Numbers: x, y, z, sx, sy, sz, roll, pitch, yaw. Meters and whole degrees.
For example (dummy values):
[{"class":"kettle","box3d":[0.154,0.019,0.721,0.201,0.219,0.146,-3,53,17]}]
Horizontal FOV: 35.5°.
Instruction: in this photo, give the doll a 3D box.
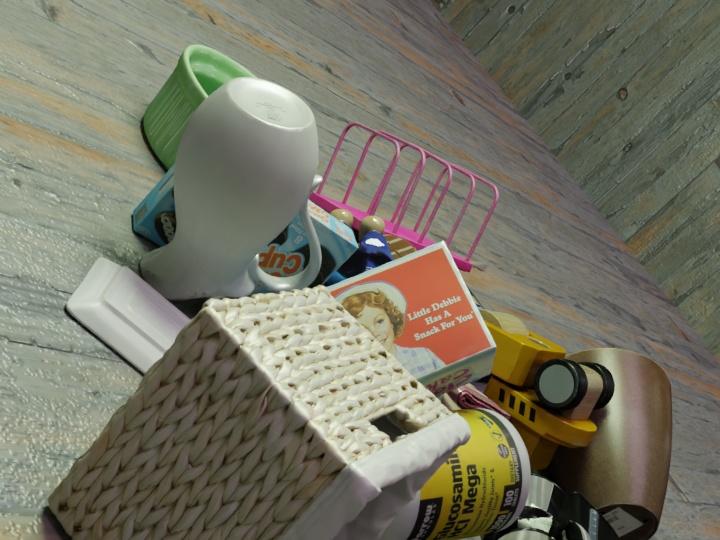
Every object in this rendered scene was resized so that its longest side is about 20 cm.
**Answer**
[{"class":"doll","box3d":[0.000,0.000,1.224,0.135,0.049,0.201,11,27,-15]}]

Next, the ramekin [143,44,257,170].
[{"class":"ramekin","box3d":[-0.153,-0.153,1.291,0.200,0.098,0.200,39,20,-17]}]

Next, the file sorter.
[{"class":"file sorter","box3d":[0.063,-0.101,1.497,0.199,0.126,0.139,19,9,-39]}]

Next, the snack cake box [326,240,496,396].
[{"class":"snack cake box","box3d":[0.008,0.069,1.010,0.067,0.198,0.116,88,-21,-63]}]

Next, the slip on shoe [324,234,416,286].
[{"class":"slip on shoe","box3d":[-0.013,0.003,1.330,0.076,0.061,0.199,38,31,28]}]

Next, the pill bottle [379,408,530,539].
[{"class":"pill bottle","box3d":[0.043,0.180,0.966,0.199,0.113,0.113,1,45,-39]}]

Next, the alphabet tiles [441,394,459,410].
[{"class":"alphabet tiles","box3d":[0.103,0.192,1.259,0.196,0.015,0.200,47,19,-6]}]

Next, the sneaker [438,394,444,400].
[{"class":"sneaker","box3d":[0.022,0.144,1.080,0.070,0.082,0.200,51,20,5]}]

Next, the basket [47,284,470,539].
[{"class":"basket","box3d":[-0.064,0.136,0.758,0.161,0.200,0.198,45,18,15]}]

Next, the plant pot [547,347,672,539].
[{"class":"plant pot","box3d":[0.307,0.234,1.396,0.186,0.186,0.201,36,35,-26]}]

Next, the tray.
[{"class":"tray","box3d":[-0.155,0.067,0.962,0.200,0.022,0.108,41,21,-13]}]

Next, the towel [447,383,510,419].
[{"class":"towel","box3d":[0.067,0.100,1.249,0.200,0.023,0.144,37,1,34]}]

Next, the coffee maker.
[{"class":"coffee maker","box3d":[0.178,0.311,1.044,0.194,0.134,0.200,67,18,-9]}]

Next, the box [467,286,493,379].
[{"class":"box","box3d":[0.112,0.055,1.503,0.161,0.049,0.201,13,37,-52]}]

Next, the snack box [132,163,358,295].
[{"class":"snack box","box3d":[-0.112,-0.040,1.120,0.199,0.116,0.037,33,22,-32]}]

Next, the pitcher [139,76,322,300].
[{"class":"pitcher","box3d":[-0.092,-0.063,1.018,0.170,0.201,0.122,7,36,-29]}]

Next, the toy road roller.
[{"class":"toy road roller","box3d":[0.190,0.148,1.342,0.199,0.147,0.123,31,11,32]}]

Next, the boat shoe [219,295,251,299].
[{"class":"boat shoe","box3d":[-0.074,0.049,1.112,0.199,0.057,0.069,14,36,-57]}]
